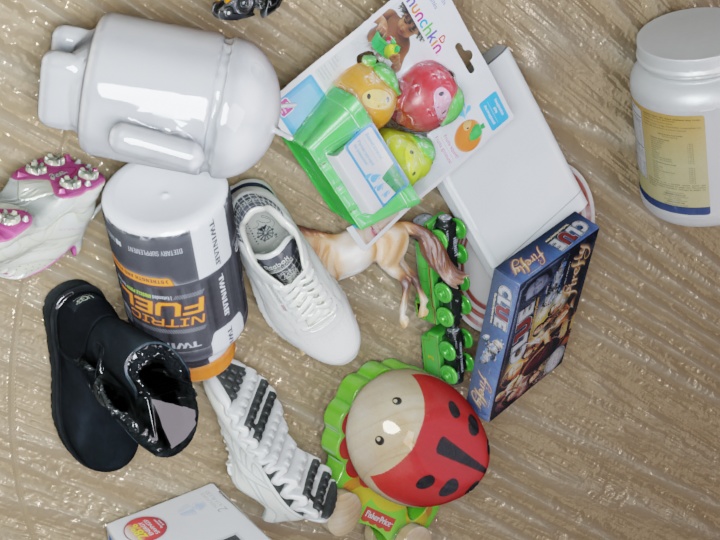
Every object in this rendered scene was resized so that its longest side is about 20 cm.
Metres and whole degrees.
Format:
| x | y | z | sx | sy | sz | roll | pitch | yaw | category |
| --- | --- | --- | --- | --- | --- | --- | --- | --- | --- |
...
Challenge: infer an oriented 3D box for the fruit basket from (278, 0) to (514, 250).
| x | y | z | sx | sy | sz | roll | pitch | yaw | category |
| --- | --- | --- | --- | --- | --- | --- | --- | --- | --- |
| 0.036 | -0.141 | 1.273 | 0.200 | 0.094 | 0.185 | -37 | 125 | -6 | fruit basket |

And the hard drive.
| x | y | z | sx | sy | sz | roll | pitch | yaw | category |
| --- | --- | --- | --- | --- | --- | --- | --- | --- | --- |
| 0.138 | -0.105 | 1.405 | 0.132 | 0.027 | 0.200 | -41 | 119 | -15 | hard drive |

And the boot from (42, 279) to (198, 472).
| x | y | z | sx | sy | sz | roll | pitch | yaw | category |
| --- | --- | --- | --- | --- | --- | --- | --- | --- | --- |
| -0.199 | 0.120 | 1.187 | 0.076 | 0.168 | 0.201 | -22 | 124 | -28 | boot |

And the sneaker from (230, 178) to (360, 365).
| x | y | z | sx | sy | sz | roll | pitch | yaw | category |
| --- | --- | --- | --- | --- | --- | --- | --- | --- | --- |
| -0.061 | 0.012 | 1.262 | 0.076 | 0.080 | 0.200 | -38 | 112 | -6 | sneaker |

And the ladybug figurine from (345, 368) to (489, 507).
| x | y | z | sx | sy | sz | roll | pitch | yaw | category |
| --- | --- | --- | --- | --- | --- | --- | --- | --- | --- |
| 0.068 | 0.175 | 1.423 | 0.200 | 0.072 | 0.136 | 28 | 78 | -44 | ladybug figurine |

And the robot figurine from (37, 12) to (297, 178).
| x | y | z | sx | sy | sz | roll | pitch | yaw | category |
| --- | --- | --- | --- | --- | --- | --- | --- | --- | --- |
| -0.149 | -0.136 | 1.103 | 0.199 | 0.170 | 0.113 | 11 | 131 | -5 | robot figurine |

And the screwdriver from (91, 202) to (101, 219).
| x | y | z | sx | sy | sz | roll | pitch | yaw | category |
| --- | --- | --- | --- | --- | --- | --- | --- | --- | --- |
| -0.161 | -0.115 | 1.191 | 0.200 | 0.028 | 0.029 | -44 | 160 | -16 | screwdriver |

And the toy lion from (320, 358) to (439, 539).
| x | y | z | sx | sy | sz | roll | pitch | yaw | category |
| --- | --- | --- | --- | --- | --- | --- | --- | --- | --- |
| 0.028 | 0.195 | 1.476 | 0.200 | 0.069 | 0.192 | 34 | 81 | -42 | toy lion |

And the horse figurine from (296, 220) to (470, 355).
| x | y | z | sx | sy | sz | roll | pitch | yaw | category |
| --- | --- | --- | --- | --- | --- | --- | --- | --- | --- |
| 0.000 | 0.000 | 1.345 | 0.199 | 0.050 | 0.133 | -16 | 102 | -15 | horse figurine |

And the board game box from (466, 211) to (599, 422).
| x | y | z | sx | sy | sz | roll | pitch | yaw | category |
| --- | --- | --- | --- | --- | --- | --- | --- | --- | --- |
| 0.177 | 0.050 | 1.461 | 0.135 | 0.035 | 0.200 | -33 | 146 | -35 | board game box |

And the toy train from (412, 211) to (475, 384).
| x | y | z | sx | sy | sz | roll | pitch | yaw | category |
| --- | --- | --- | --- | --- | --- | --- | --- | --- | --- |
| 0.082 | 0.028 | 1.431 | 0.042 | 0.056 | 0.201 | -32 | 128 | -37 | toy train |

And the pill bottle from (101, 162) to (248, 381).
| x | y | z | sx | sy | sz | roll | pitch | yaw | category |
| --- | --- | --- | --- | --- | --- | --- | --- | --- | --- |
| -0.152 | 0.005 | 1.195 | 0.106 | 0.106 | 0.200 | -29 | 140 | -23 | pill bottle |

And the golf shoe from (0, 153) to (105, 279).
| x | y | z | sx | sy | sz | roll | pitch | yaw | category |
| --- | --- | --- | --- | --- | --- | --- | --- | --- | --- |
| -0.279 | -0.022 | 1.096 | 0.200 | 0.075 | 0.092 | -29 | 142 | -48 | golf shoe |

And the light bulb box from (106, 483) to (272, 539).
| x | y | z | sx | sy | sz | roll | pitch | yaw | category |
| --- | --- | --- | --- | --- | --- | --- | --- | --- | --- |
| -0.136 | 0.345 | 1.325 | 0.125 | 0.198 | 0.201 | -18 | 123 | -32 | light bulb box |

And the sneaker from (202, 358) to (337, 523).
| x | y | z | sx | sy | sz | roll | pitch | yaw | category |
| --- | --- | --- | --- | --- | --- | --- | --- | --- | --- |
| -0.103 | 0.172 | 1.353 | 0.200 | 0.081 | 0.075 | 59 | 33 | -24 | sneaker |

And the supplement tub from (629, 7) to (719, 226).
| x | y | z | sx | sy | sz | roll | pitch | yaw | category |
| --- | --- | --- | --- | --- | --- | --- | --- | --- | --- |
| 0.362 | -0.163 | 1.492 | 0.144 | 0.144 | 0.200 | -29 | 127 | -23 | supplement tub |

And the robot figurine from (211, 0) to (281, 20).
| x | y | z | sx | sy | sz | roll | pitch | yaw | category |
| --- | --- | --- | --- | --- | --- | --- | --- | --- | --- |
| -0.075 | -0.298 | 1.150 | 0.200 | 0.058 | 0.145 | -40 | 129 | -16 | robot figurine |

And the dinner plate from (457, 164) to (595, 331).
| x | y | z | sx | sy | sz | roll | pitch | yaw | category |
| --- | --- | --- | --- | --- | --- | --- | --- | --- | --- |
| 0.169 | -0.026 | 1.493 | 0.200 | 0.024 | 0.201 | -16 | 119 | -31 | dinner plate |
